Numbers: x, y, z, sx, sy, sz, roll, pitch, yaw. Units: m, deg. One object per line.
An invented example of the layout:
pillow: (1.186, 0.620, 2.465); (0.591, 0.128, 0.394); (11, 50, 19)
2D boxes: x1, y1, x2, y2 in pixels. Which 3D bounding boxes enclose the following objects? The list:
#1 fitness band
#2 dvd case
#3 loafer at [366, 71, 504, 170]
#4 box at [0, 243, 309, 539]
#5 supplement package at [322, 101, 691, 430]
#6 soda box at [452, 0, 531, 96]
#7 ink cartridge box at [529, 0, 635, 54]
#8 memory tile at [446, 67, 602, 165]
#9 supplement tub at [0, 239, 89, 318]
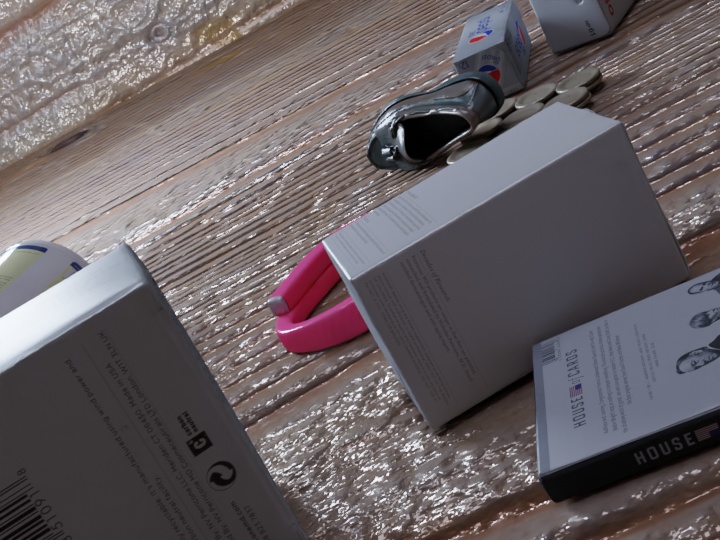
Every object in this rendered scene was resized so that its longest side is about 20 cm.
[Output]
fitness band: (0.000, 0.000, 1.096); (0.143, 0.038, 0.200); (-15, 25, 38)
dvd case: (0.192, 0.047, 0.702); (0.199, 0.025, 0.151); (-25, 19, 17)
loafer: (0.064, -0.147, 1.310); (0.199, 0.072, 0.063); (-25, 25, 49)
box: (-0.170, 0.124, 0.765); (0.199, 0.200, 0.131); (-32, 19, -9)
supplement package: (0.094, -0.008, 0.841); (0.199, 0.120, 0.121); (-30, 17, -2)
soda box: (0.160, -0.262, 1.499); (0.068, 0.064, 0.200); (-22, 20, 19)
ink cartridge box: (0.265, -0.370, 1.493); (0.084, 0.145, 0.200); (-16, 23, 36)
memory tile: (0.159, -0.140, 1.257); (0.152, 0.017, 0.200); (-18, 23, 33)
supplement tub: (-0.357, 0.074, 1.267); (0.144, 0.146, 0.200); (-18, 21, 30)
